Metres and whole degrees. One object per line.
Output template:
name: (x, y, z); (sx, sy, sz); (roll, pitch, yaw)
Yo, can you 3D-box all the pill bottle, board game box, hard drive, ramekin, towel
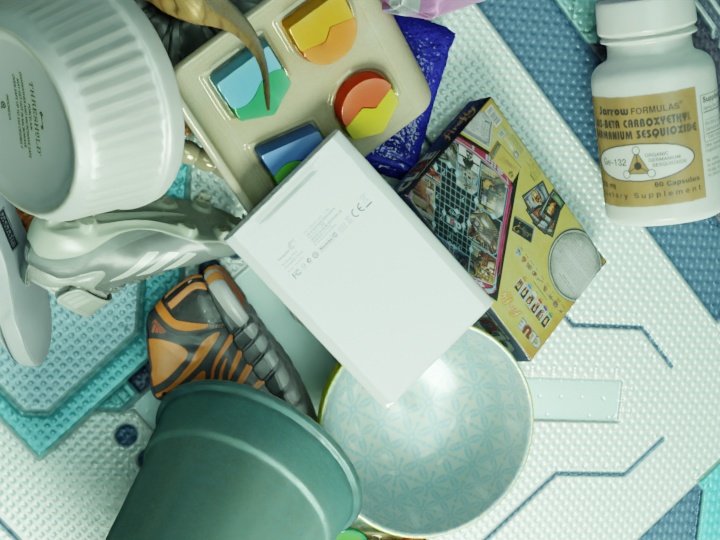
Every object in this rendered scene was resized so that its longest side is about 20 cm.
pill bottle: (0.269, -0.149, 1.419); (0.113, 0.114, 0.202); (-11, 102, -12)
board game box: (0.126, -0.036, 1.412); (0.136, 0.034, 0.200); (-48, 113, -26)
hard drive: (0.000, 0.000, 1.313); (0.132, 0.025, 0.200); (-44, 104, -3)
ramekin: (-0.240, -0.132, 1.237); (0.094, 0.201, 0.204); (-28, 108, -40)
towel: (-0.024, -0.171, 1.374); (0.198, 0.050, 0.149); (14, 97, -16)

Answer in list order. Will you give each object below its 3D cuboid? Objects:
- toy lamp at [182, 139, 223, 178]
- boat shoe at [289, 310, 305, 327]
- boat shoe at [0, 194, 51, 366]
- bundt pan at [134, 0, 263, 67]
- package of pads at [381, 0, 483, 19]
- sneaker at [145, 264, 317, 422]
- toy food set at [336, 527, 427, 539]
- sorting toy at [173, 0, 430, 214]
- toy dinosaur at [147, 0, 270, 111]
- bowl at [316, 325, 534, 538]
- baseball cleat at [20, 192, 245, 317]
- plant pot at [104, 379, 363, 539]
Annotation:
toy lamp: (-0.139, -0.098, 1.355); (0.198, 0.058, 0.059); (22, 94, -14)
boat shoe: (0.036, 0.020, 1.412); (0.198, 0.068, 0.073); (-1, 100, -15)
boat shoe: (-0.319, -0.010, 1.324); (0.065, 0.074, 0.202); (-8, 108, 18)
bundt pan: (-0.150, -0.234, 1.290); (0.200, 0.076, 0.204); (0, 97, 3)
package of pads: (0.095, -0.293, 1.313); (0.199, 0.075, 0.122); (-27, 126, -44)
sneaker: (-0.121, 0.099, 1.392); (0.111, 0.078, 0.201); (-32, 106, 4)
toy food set: (0.000, 0.337, 1.470); (0.197, 0.049, 0.201); (-32, 105, -7)
sorting toy: (-0.042, -0.147, 1.292); (0.200, 0.036, 0.186); (-40, 132, -9)
toy dinosaur: (-0.125, -0.216, 1.226); (0.199, 0.060, 0.107); (27, 107, 16)
bowl: (0.047, 0.130, 1.414); (0.198, 0.108, 0.202); (-3, 101, -14)
baseball cleat: (-0.197, -0.013, 1.351); (0.198, 0.070, 0.107); (2, 125, -28)
plant pot: (-0.127, 0.231, 1.299); (0.200, 0.200, 0.197); (45, 48, -17)
